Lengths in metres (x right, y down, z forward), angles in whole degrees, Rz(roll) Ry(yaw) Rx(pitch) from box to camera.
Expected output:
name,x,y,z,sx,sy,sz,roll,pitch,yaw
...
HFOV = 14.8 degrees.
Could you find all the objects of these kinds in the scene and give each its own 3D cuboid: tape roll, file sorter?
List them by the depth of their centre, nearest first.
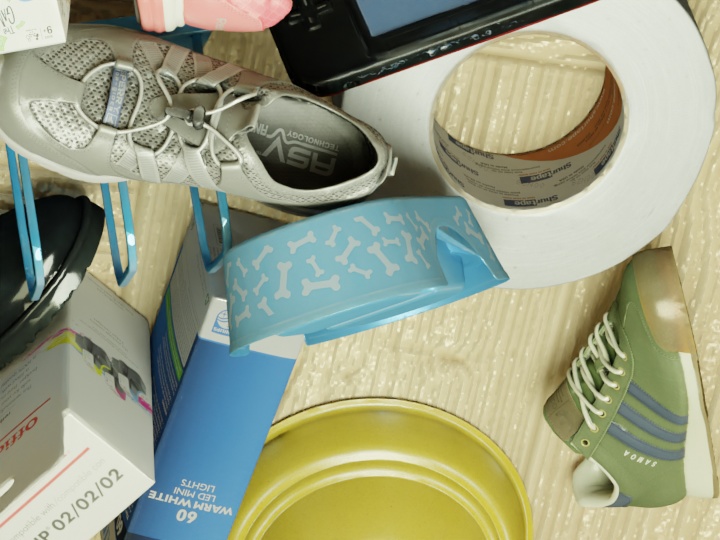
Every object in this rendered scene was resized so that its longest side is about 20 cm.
name,x,y,z,sx,sy,sz,roll,pitch,yaw
file sorter,-0.170,-0.048,1.376,0.199,0.139,0.124,-8,86,-9
tape roll,0.085,-0.091,1.457,0.199,0.066,0.201,-2,120,-4

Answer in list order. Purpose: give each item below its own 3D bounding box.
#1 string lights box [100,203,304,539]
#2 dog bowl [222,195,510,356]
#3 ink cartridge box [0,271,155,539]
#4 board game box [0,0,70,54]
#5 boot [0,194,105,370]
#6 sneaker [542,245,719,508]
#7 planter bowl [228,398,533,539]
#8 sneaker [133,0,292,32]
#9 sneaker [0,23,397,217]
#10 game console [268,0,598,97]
name,x,y,z,sx,sy,sz,roll,pitch,yaw
string lights box,-0.090,0.077,1.513,0.059,0.103,0.201,13,118,-16
dog bowl,0.000,0.000,1.365,0.111,0.200,0.050,-19,84,21
ink cartridge box,-0.171,0.095,1.461,0.115,0.200,0.068,-41,115,17
board game box,-0.205,-0.145,1.321,0.134,0.200,0.034,-10,114,1
boot,-0.257,-0.007,1.466,0.200,0.077,0.168,-40,118,21
sneaker,0.145,0.070,1.533,0.089,0.067,0.201,-12,139,4
planter bowl,0.007,0.180,1.592,0.199,0.084,0.201,-3,120,-4
sneaker,-0.054,-0.207,1.306,0.086,0.074,0.201,9,91,-4
sneaker,-0.074,-0.074,1.279,0.199,0.082,0.075,9,83,-23
game console,0.031,-0.205,1.341,0.199,0.173,0.119,-20,141,-3
